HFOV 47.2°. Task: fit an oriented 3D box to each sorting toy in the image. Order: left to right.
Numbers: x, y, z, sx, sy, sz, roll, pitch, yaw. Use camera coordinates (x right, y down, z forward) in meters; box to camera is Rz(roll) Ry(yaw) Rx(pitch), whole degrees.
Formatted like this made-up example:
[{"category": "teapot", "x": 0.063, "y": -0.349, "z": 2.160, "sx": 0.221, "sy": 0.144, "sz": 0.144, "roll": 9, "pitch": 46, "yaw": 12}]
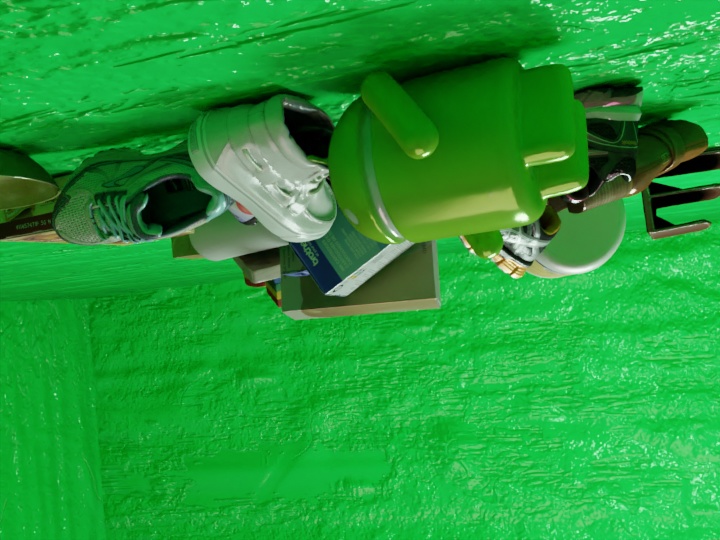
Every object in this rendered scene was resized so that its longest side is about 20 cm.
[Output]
[{"category": "sorting toy", "x": -0.087, "y": -0.017, "z": 1.232, "sx": 0.195, "sy": 0.071, "sz": 0.198, "roll": -15, "pitch": -159, "yaw": -17}]

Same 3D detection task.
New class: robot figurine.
[{"category": "robot figurine", "x": 0.063, "y": -0.084, "z": 0.601, "sx": 0.195, "sy": 0.119, "sz": 0.175, "roll": -8, "pitch": 155, "yaw": 25}]

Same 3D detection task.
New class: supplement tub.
[{"category": "supplement tub", "x": 0.277, "y": -0.065, "z": 1.158, "sx": 0.141, "sy": 0.150, "sz": 0.200, "roll": -6, "pitch": 178, "yaw": 0}]

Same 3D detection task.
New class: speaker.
[{"category": "speaker", "x": -0.134, "y": -0.063, "z": 1.014, "sx": 0.080, "sy": 0.084, "sz": 0.198, "roll": -3, "pitch": 176, "yaw": -40}]

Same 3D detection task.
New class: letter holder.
[{"category": "letter holder", "x": 0.486, "y": -0.110, "z": 1.200, "sx": 0.139, "sy": 0.103, "sz": 0.199, "roll": -9, "pitch": 176, "yaw": 21}]

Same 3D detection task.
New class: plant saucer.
[{"category": "plant saucer", "x": -0.365, "y": -0.079, "z": 0.718, "sx": 0.194, "sy": 0.032, "sz": 0.200, "roll": -5, "pitch": 177, "yaw": 0}]

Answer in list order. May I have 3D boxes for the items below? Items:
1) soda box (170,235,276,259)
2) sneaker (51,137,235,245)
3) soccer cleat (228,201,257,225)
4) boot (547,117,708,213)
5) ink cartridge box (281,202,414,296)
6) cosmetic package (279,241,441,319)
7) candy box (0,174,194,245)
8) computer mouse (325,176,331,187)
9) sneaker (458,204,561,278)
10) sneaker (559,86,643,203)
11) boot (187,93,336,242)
[{"category": "soda box", "x": -0.165, "y": -0.060, "z": 1.146, "sx": 0.195, "sy": 0.070, "sz": 0.064, "roll": -7, "pitch": 178, "yaw": 17}, {"category": "sneaker", "x": -0.191, "y": -0.061, "z": 0.706, "sx": 0.196, "sy": 0.079, "sz": 0.087, "roll": -16, "pitch": -151, "yaw": 18}, {"category": "soccer cleat", "x": -0.122, "y": -0.089, "z": 0.846, "sx": 0.072, "sy": 0.070, "sz": 0.200, "roll": 25, "pitch": 178, "yaw": -15}, {"category": "boot", "x": 0.260, "y": -0.123, "z": 0.891, "sx": 0.152, "sy": 0.078, "sz": 0.200, "roll": -24, "pitch": -169, "yaw": -8}, {"category": "ink cartridge box", "x": 0.004, "y": -0.040, "z": 0.925, "sx": 0.199, "sy": 0.077, "sz": 0.136, "roll": -39, "pitch": 172, "yaw": 6}, {"category": "cosmetic package", "x": 0.000, "y": 0.000, "z": 1.038, "sx": 0.195, "sy": 0.108, "sz": 0.071, "roll": -7, "pitch": 168, "yaw": 10}, {"category": "candy box", "x": -0.291, "y": -0.063, "z": 0.925, "sx": 0.113, "sy": 0.057, "sz": 0.199, "roll": -7, "pitch": 177, "yaw": 24}, {"category": "computer mouse", "x": 0.028, "y": -0.114, "z": 0.787, "sx": 0.195, "sy": 0.047, "sz": 0.140, "roll": -7, "pitch": 163, "yaw": 12}, {"category": "sneaker", "x": 0.134, "y": -0.058, "z": 0.818, "sx": 0.077, "sy": 0.079, "sz": 0.199, "roll": -41, "pitch": 149, "yaw": 19}, {"category": "sneaker", "x": 0.184, "y": -0.104, "z": 0.770, "sx": 0.078, "sy": 0.089, "sz": 0.200, "roll": -3, "pitch": 177, "yaw": -17}, {"category": "boot", "x": -0.047, "y": -0.080, "z": 0.682, "sx": 0.093, "sy": 0.076, "sz": 0.199, "roll": -10, "pitch": 163, "yaw": 25}]
